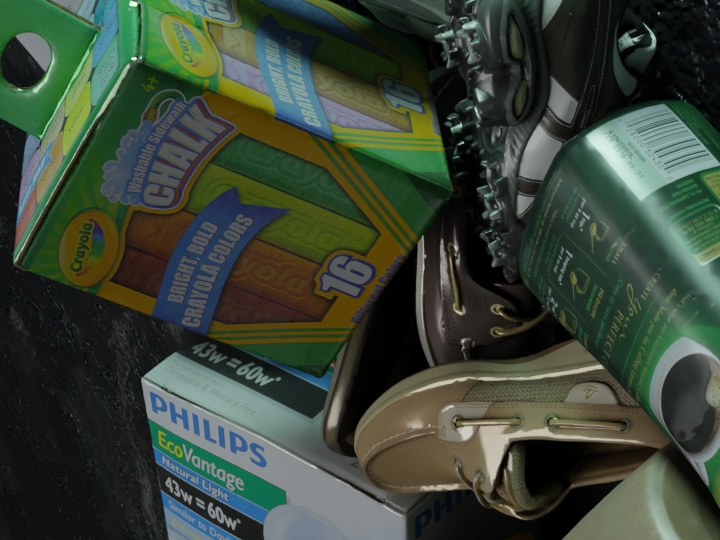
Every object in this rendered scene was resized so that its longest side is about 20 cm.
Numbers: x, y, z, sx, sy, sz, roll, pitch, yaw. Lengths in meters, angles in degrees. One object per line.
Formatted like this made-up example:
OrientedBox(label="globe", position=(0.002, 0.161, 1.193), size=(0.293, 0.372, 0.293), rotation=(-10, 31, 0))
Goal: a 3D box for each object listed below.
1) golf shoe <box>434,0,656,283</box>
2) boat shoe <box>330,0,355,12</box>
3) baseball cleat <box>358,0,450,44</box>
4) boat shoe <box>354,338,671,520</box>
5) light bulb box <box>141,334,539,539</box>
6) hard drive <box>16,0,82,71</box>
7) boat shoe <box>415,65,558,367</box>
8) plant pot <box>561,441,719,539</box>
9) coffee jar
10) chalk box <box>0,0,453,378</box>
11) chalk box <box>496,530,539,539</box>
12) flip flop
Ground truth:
OrientedBox(label="golf shoe", position=(0.087, -0.066, 0.814), size=(0.200, 0.094, 0.078), rotation=(84, 165, -58))
OrientedBox(label="boat shoe", position=(-0.037, -0.110, 1.083), size=(0.068, 0.072, 0.200), rotation=(53, 146, 35))
OrientedBox(label="baseball cleat", position=(-0.003, -0.143, 0.840), size=(0.070, 0.200, 0.106), rotation=(-68, 17, -10))
OrientedBox(label="boat shoe", position=(0.072, 0.082, 0.897), size=(0.200, 0.071, 0.065), rotation=(-22, 47, 40))
OrientedBox(label="light bulb box", position=(-0.007, 0.140, 1.098), size=(0.198, 0.125, 0.200), rotation=(23, 135, 33))
OrientedBox(label="hard drive", position=(-0.085, -0.100, 0.939), size=(0.132, 0.025, 0.200), rotation=(-22, 118, 32))
OrientedBox(label="boat shoe", position=(0.068, -0.002, 0.940), size=(0.060, 0.072, 0.200), rotation=(25, 128, 62))
OrientedBox(label="plant pot", position=(0.142, 0.170, 0.812), size=(0.200, 0.200, 0.175), rotation=(52, 136, 33))
OrientedBox(label="coffee jar", position=(0.153, 0.030, 0.755), size=(0.200, 0.085, 0.104), rotation=(53, 146, 32))
OrientedBox(label="chalk box", position=(-0.079, -0.062, 0.838), size=(0.124, 0.200, 0.124), rotation=(-56, 26, 32))
OrientedBox(label="chalk box", position=(0.062, 0.263, 0.989), size=(0.124, 0.125, 0.200), rotation=(40, 131, 45))
OrientedBox(label="flip flop", position=(0.000, 0.000, 0.999), size=(0.058, 0.081, 0.200), rotation=(-3, 79, 29))
